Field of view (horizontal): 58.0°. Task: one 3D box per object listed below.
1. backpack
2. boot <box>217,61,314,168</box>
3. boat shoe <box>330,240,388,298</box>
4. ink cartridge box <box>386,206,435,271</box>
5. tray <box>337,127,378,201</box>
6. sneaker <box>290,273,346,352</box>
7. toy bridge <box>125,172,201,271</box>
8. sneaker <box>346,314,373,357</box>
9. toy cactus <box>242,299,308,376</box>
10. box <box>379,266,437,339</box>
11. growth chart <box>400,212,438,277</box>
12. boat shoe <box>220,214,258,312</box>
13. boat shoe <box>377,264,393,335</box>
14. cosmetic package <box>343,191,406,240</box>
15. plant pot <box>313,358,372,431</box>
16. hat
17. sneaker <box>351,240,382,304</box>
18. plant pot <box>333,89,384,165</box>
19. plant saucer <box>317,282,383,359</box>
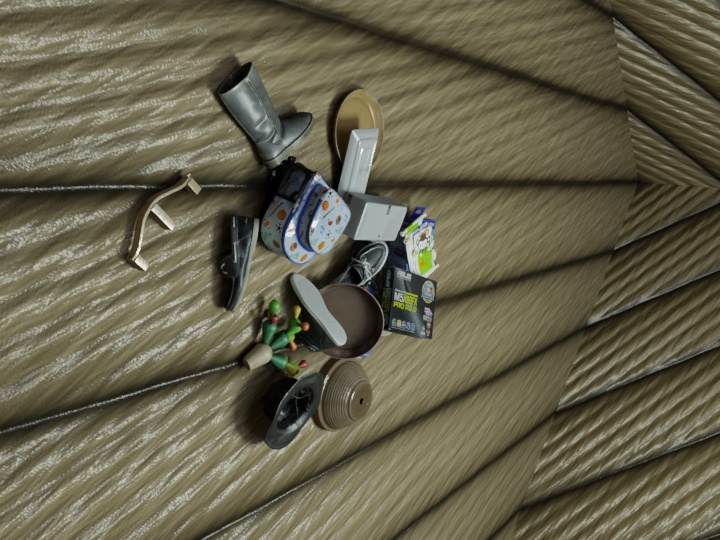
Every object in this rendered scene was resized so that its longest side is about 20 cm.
[{"bbox_3d":[-0.124,-0.111,1.420,0.192,0.153,0.200,-55,146,-5],"label":"backpack"},{"bbox_3d":[-0.190,-0.339,1.345,0.183,0.072,0.201,-56,132,-31],"label":"boot"},{"bbox_3d":[-0.002,-0.002,1.629,0.198,0.068,0.074,-39,93,-14],"label":"boat shoe"},{"bbox_3d":[0.146,-0.081,1.856,0.135,0.075,0.204,-5,101,-53],"label":"ink cartridge box"},{"bbox_3d":[-0.004,-0.248,1.599,0.107,0.022,0.203,-20,132,-49],"label":"tray"},{"bbox_3d":[-0.126,0.110,1.535,0.202,0.099,0.071,55,33,-3],"label":"sneaker"},{"bbox_3d":[-0.367,-0.100,1.190,0.067,0.027,0.202,51,58,-45],"label":"toy bridge"},{"bbox_3d":[0.003,0.159,1.675,0.200,0.113,0.082,53,38,-47],"label":"sneaker"},{"bbox_3d":[-0.188,0.173,1.467,0.164,0.101,0.203,-34,134,-32],"label":"toy cactus"},{"bbox_3d":[0.127,0.090,1.727,0.198,0.044,0.164,19,75,-48],"label":"box"},{"bbox_3d":[0.169,-0.060,1.815,0.145,0.018,0.203,-46,132,-36],"label":"growth chart"},{"bbox_3d":[-0.260,-0.014,1.344,0.066,0.072,0.204,10,99,-18],"label":"boat shoe"},{"bbox_3d":[0.075,0.084,1.798,0.068,0.070,0.204,-76,170,-67],"label":"boat shoe"},{"bbox_3d":[0.029,-0.135,1.657,0.199,0.073,0.103,-6,120,-57],"label":"cosmetic package"},{"bbox_3d":[-0.032,0.332,1.708,0.199,0.092,0.205,-20,115,-49],"label":"plant pot"},{"bbox_3d":[-0.172,0.307,1.509,0.200,0.080,0.203,-43,150,-33],"label":"hat"},{"bbox_3d":[0.011,0.016,1.709,0.074,0.078,0.204,-4,91,-11],"label":"sneaker"},{"bbox_3d":[-0.008,-0.344,1.615,0.199,0.027,0.204,-18,112,-51],"label":"plant pot"},{"bbox_3d":[-0.040,0.119,1.588,0.035,0.196,0.204,-79,165,-69],"label":"plant saucer"}]
